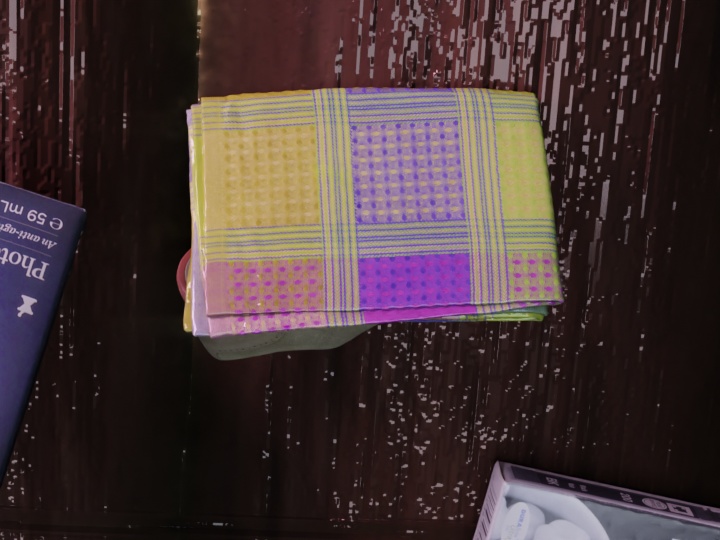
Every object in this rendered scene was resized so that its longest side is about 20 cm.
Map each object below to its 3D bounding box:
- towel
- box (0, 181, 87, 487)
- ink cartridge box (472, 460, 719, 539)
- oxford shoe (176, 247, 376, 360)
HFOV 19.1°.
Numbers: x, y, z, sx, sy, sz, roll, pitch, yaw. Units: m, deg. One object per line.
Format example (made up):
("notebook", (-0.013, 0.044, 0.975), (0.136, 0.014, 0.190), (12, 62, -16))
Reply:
("towel", (0.003, -0.034, 1.145), (0.200, 0.144, 0.023), (-4, 155, -1))
("box", (-0.267, 0.041, 1.106), (0.200, 0.123, 0.199), (18, 74, -8))
("ink cartridge box", (0.152, 0.225, 1.276), (0.200, 0.043, 0.198), (12, 109, -8))
("oxford shoe", (0.000, 0.000, 1.188), (0.200, 0.071, 0.075), (-11, 140, -2))
